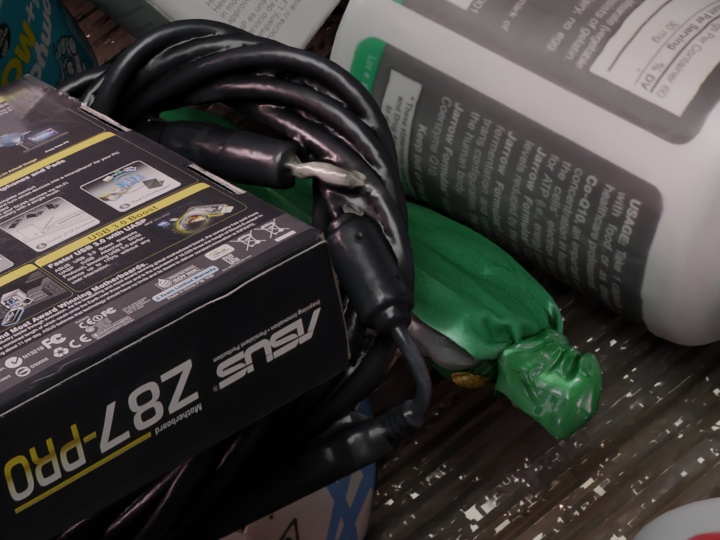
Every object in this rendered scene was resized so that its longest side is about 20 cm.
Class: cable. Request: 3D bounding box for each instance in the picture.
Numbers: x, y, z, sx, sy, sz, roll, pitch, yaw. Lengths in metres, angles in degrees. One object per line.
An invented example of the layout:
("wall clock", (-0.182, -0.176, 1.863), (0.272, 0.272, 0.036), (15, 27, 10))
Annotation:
("cable", (-0.075, 0.013, 0.760), (0.199, 0.051, 0.164), (-27, 71, 22))

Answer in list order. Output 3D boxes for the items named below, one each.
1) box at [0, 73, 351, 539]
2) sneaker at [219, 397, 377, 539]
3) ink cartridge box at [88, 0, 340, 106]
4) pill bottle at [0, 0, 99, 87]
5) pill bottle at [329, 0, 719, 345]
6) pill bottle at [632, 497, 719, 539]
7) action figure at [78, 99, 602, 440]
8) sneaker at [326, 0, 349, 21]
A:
("box", (-0.128, 0.024, 0.649), (0.199, 0.049, 0.161), (-30, 37, -27))
("sneaker", (-0.045, 0.096, 0.789), (0.071, 0.073, 0.201), (10, 61, 18))
("ink cartridge box", (-0.074, -0.176, 0.831), (0.200, 0.086, 0.147), (39, 81, -12))
("pill bottle", (-0.156, -0.074, 0.829), (0.110, 0.200, 0.111), (-5, 67, 12))
("pill bottle", (0.096, -0.045, 0.818), (0.199, 0.113, 0.113), (31, 70, 25))
("pill bottle", (0.118, 0.177, 0.681), (0.119, 0.120, 0.201), (7, 62, 14))
("action figure", (0.000, 0.000, 0.807), (0.200, 0.118, 0.055), (30, 109, 32))
("sneaker", (-0.012, -0.179, 0.957), (0.082, 0.070, 0.201), (25, 59, -8))
